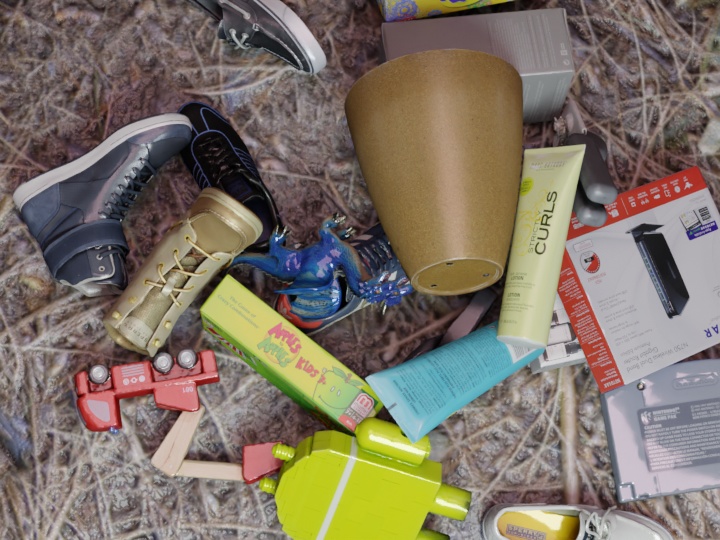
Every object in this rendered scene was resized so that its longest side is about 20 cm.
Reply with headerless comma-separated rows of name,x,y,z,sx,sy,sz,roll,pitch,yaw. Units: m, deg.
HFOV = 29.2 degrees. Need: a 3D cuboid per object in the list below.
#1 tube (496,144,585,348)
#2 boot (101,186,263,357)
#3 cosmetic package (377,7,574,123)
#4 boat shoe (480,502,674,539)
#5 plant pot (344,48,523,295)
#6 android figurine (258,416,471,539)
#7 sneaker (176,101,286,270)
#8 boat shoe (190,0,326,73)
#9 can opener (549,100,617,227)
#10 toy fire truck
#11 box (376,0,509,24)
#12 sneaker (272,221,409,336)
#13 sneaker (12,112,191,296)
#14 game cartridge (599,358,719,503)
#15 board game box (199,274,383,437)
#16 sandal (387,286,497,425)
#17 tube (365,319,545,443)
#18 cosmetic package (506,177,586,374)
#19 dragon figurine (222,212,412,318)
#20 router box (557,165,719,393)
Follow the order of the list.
tube,0.173,-0.026,1.357,0.057,0.052,0.202,11,80,6
boot,-0.177,0.005,1.341,0.073,0.200,0.156,40,68,-14
cosmetic package,0.118,-0.209,1.464,0.197,0.107,0.091,-2,67,-6
boat shoe,0.223,0.264,1.377,0.199,0.086,0.076,12,76,-1
plant pot,0.085,-0.085,1.380,0.184,0.187,0.202,-4,68,-5
android figurine,0.001,0.220,1.338,0.198,0.183,0.041,17,32,-4
sneaker,-0.134,-0.097,1.437,0.070,0.078,0.201,-30,81,-10
boat shoe,-0.124,-0.268,1.481,0.200,0.072,0.068,42,76,8
can opener,0.234,-0.112,1.418,0.066,0.201,0.053,13,120,-8
toy fire truck,-0.182,0.154,1.391,0.197,0.049,0.143,-10,79,-6
box,0.096,-0.383,1.460,0.197,0.123,0.194,-11,49,-6
sneaker,0.000,0.000,1.421,0.199,0.085,0.075,-36,82,-11
sneaker,-0.239,-0.060,1.410,0.201,0.077,0.147,-29,70,4
game cartridge,0.352,0.161,1.437,0.197,0.040,0.135,-7,81,-6
board game box,-0.069,0.093,1.386,0.199,0.102,0.048,38,78,5
sandal,0.071,0.093,1.416,0.043,0.076,0.201,34,67,6
tube,0.100,0.097,1.351,0.199,0.051,0.078,-24,62,-36
cosmetic package,0.200,0.000,1.454,0.082,0.051,0.202,-12,78,-8
dragon figurine,-0.051,0.008,1.344,0.198,0.059,0.101,-11,63,13
router box,0.300,0.007,1.428,0.198,0.049,0.181,-20,83,-26
